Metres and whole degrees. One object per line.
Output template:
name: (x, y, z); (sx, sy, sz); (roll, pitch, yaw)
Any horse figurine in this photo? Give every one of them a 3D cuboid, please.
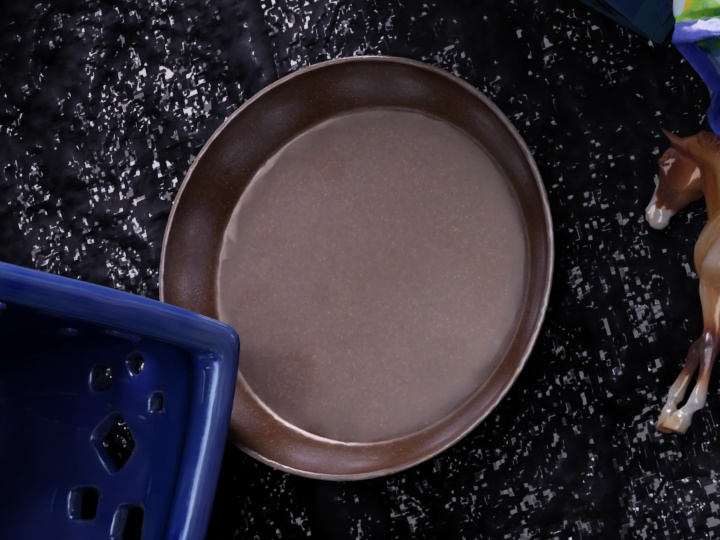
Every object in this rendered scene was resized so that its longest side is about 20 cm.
horse figurine: (0.172, 0.009, 0.824); (0.200, 0.050, 0.133); (8, 79, 68)

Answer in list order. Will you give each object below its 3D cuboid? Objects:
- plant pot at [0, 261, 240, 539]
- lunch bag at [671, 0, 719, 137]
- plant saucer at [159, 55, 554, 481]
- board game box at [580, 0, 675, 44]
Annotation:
plant pot: (-0.197, 0.097, 0.915); (0.179, 0.199, 0.201); (3, 79, 49)
lunch bag: (0.234, -0.154, 0.823); (0.199, 0.127, 0.171); (-1, 69, 21)
plant saucer: (0.000, 0.000, 0.948); (0.199, 0.034, 0.202); (-5, 77, 21)
board game box: (0.044, -0.183, 0.901); (0.200, 0.151, 0.047); (33, 97, 25)
